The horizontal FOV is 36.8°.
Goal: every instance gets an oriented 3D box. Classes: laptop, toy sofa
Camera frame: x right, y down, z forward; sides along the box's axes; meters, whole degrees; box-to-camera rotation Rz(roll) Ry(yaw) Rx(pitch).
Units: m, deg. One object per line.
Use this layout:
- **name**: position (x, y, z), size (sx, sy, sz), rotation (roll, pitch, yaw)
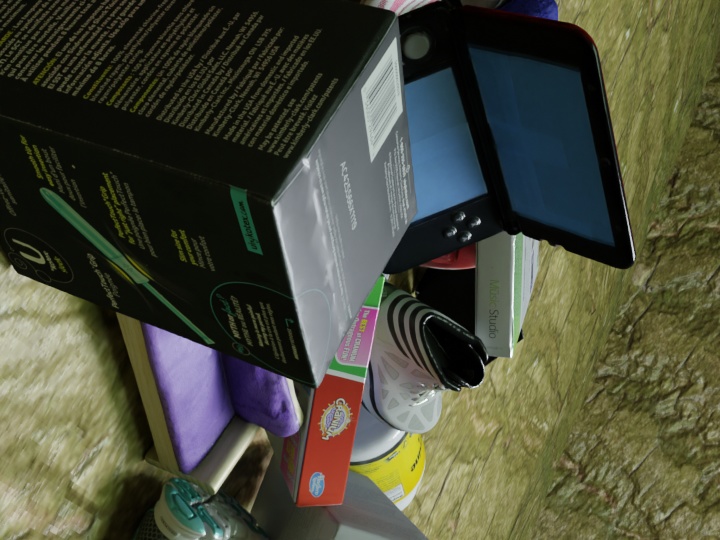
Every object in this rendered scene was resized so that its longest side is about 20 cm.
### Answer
- **laptop**: position (0.144, 0.002, 1.233), size (0.200, 0.103, 0.177), rotation (-58, -175, -31)
- **toy sofa**: position (-0.107, 0.068, 0.761), size (0.083, 0.098, 0.200), rotation (-55, 154, -38)

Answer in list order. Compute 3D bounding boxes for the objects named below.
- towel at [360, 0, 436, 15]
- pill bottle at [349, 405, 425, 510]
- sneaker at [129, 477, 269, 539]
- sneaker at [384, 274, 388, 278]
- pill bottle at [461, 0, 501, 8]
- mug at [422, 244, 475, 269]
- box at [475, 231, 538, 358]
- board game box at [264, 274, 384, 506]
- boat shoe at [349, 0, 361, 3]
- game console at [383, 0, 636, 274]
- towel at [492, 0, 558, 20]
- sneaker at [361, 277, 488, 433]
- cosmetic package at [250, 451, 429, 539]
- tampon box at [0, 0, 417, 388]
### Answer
- **towel**: position (0.028, -0.148, 0.841), size (0.146, 0.030, 0.200), rotation (-61, 159, 5)
- **pill bottle**: position (0.008, 0.179, 1.117), size (0.112, 0.112, 0.200), rotation (-61, 157, -26)
- **sneaker**: position (-0.139, 0.220, 0.869), size (0.091, 0.078, 0.200), rotation (-46, 159, -3)
- **sneaker**: position (0.000, 0.000, 0.948), size (0.200, 0.074, 0.087), rotation (99, 7, -48)
- **pill bottle**: position (0.107, -0.305, 0.969), size (0.200, 0.114, 0.114), rotation (-53, 152, -42)
- **mug**: position (0.097, -0.110, 1.045), size (0.133, 0.178, 0.200), rotation (-10, 121, -19)
- **box**: position (0.133, -0.030, 0.962), size (0.200, 0.036, 0.144), rotation (-57, 149, -64)
- **board game box**: position (-0.038, 0.066, 0.884), size (0.153, 0.040, 0.200), rotation (-126, -138, -61)
- **boat shoe**: position (0.002, -0.192, 0.873), size (0.065, 0.071, 0.200), rotation (-39, 152, -62)
- **game console**: position (0.075, -0.072, 0.745), size (0.119, 0.172, 0.200), rotation (-112, -179, -52)
- **towel**: position (0.083, -0.139, 0.882), size (0.200, 0.050, 0.148), rotation (-37, 151, -42)
- **sneaker**: position (0.056, 0.096, 0.928), size (0.076, 0.115, 0.201), rotation (-45, 139, -20)
- **cosmetic package**: position (-0.018, 0.226, 0.932), size (0.071, 0.101, 0.200), rotation (-68, -161, 2)
- **tampon box**: position (-0.090, -0.058, 0.556), size (0.126, 0.200, 0.150), rotation (-59, 157, -31)
